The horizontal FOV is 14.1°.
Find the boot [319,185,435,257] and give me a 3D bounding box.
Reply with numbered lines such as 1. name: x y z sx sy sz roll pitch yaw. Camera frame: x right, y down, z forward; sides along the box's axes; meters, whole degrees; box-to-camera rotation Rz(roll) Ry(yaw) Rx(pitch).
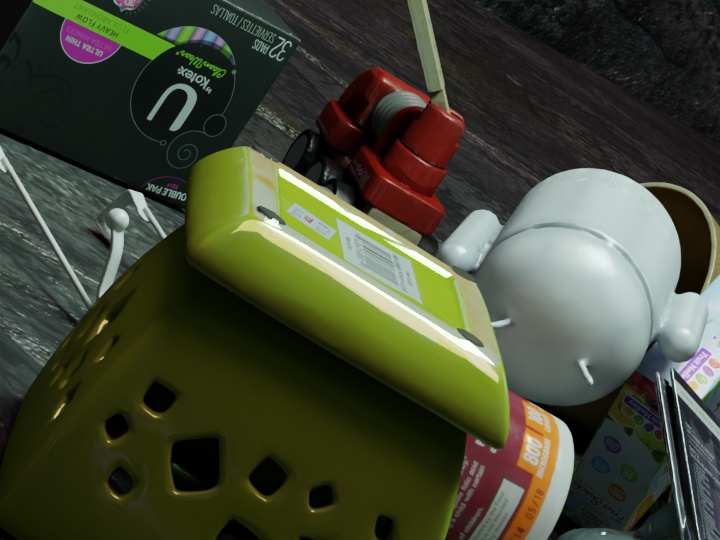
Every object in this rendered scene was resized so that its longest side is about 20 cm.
1. boot: 0.000 0.000 1.851 0.131 0.070 0.200 3 23 10

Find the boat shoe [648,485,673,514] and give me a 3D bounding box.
1. boat shoe: 0.225 0.158 1.973 0.074 0.076 0.200 25 7 -8

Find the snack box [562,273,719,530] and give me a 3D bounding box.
1. snack box: 0.217 0.073 1.895 0.053 0.143 0.200 35 44 14

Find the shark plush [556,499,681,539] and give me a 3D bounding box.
1. shark plush: 0.134 0.195 1.671 0.083 0.091 0.200 11 24 13

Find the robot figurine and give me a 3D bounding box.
1. robot figurine: 0.130 0.010 1.779 0.169 0.113 0.200 17 27 9

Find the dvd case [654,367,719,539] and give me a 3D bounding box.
1. dvd case: 0.223 0.174 1.715 0.149 0.016 0.201 45 31 -43

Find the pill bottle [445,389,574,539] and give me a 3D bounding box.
1. pill bottle: 0.005 0.086 1.559 0.199 0.114 0.114 30 13 -18

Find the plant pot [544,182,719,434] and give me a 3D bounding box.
1. plant pot: 0.235 0.067 2.132 0.200 0.186 0.186 41 6 -35

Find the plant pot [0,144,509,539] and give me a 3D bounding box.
1. plant pot: -0.040 0.064 1.375 0.198 0.182 0.200 31 12 -10

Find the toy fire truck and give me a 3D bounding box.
1. toy fire truck: 0.026 -0.118 2.186 0.128 0.200 0.176 30 13 -20

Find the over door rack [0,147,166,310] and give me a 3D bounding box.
1. over door rack: -0.127 -0.010 1.698 0.200 0.067 0.147 43 14 35

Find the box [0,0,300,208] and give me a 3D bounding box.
1. box: -0.173 -0.159 1.952 0.199 0.149 0.124 23 17 -39
